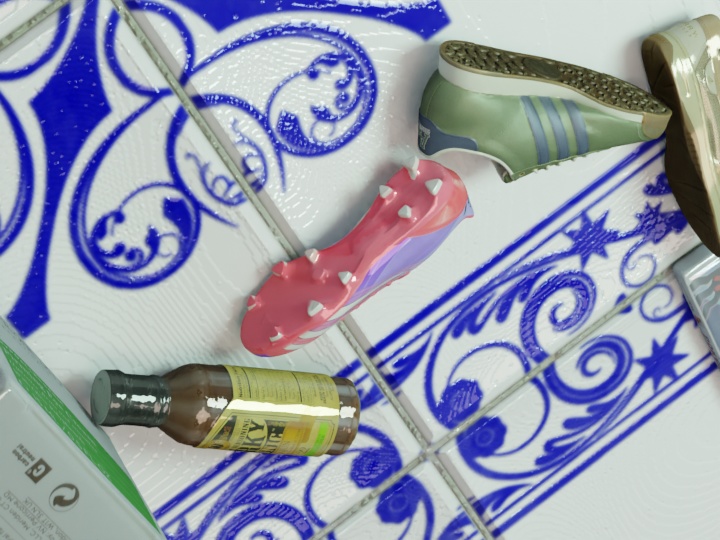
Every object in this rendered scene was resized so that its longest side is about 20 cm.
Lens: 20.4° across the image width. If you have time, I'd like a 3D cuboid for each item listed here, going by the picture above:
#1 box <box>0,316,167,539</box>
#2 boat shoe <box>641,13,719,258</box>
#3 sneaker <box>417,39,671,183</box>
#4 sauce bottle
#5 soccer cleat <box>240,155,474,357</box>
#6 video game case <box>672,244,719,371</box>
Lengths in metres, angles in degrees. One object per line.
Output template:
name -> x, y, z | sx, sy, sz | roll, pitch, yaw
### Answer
box -> -0.274, 0.157, 1.351 | 0.200, 0.171, 0.199 | -39, 125, -3
boat shoe -> 0.273, -0.100, 1.539 | 0.064, 0.071, 0.200 | -25, 122, -11
sneaker -> 0.128, -0.106, 1.476 | 0.200, 0.067, 0.090 | 10, 118, -29
sauce bottle -> -0.100, 0.101, 1.471 | 0.200, 0.065, 0.065 | 6, 112, -26
soccer cleat -> 0.000, 0.000, 1.469 | 0.200, 0.067, 0.076 | -43, 141, 3
video game case -> 0.373, 0.009, 1.672 | 0.200, 0.023, 0.182 | -35, 124, -5
